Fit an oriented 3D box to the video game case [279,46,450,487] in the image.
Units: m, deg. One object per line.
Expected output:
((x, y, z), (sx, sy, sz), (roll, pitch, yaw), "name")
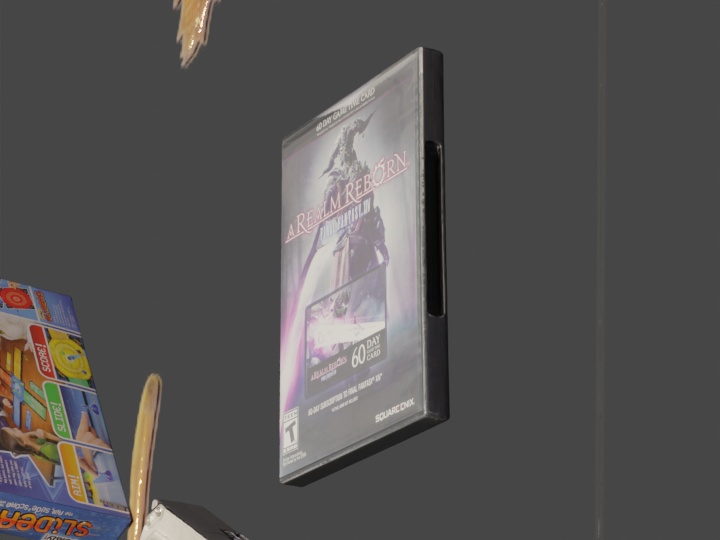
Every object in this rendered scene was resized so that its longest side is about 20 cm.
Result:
((0.000, 0.000, 1.360), (0.143, 0.019, 0.201), (-30, 56, 52), "video game case")

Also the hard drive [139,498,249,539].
((-0.101, 0.241, 1.424), (0.140, 0.038, 0.201), (27, 102, 59), "hard drive")

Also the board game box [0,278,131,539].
((-0.225, 0.079, 1.595), (0.034, 0.135, 0.200), (-53, 37, 29), "board game box")
